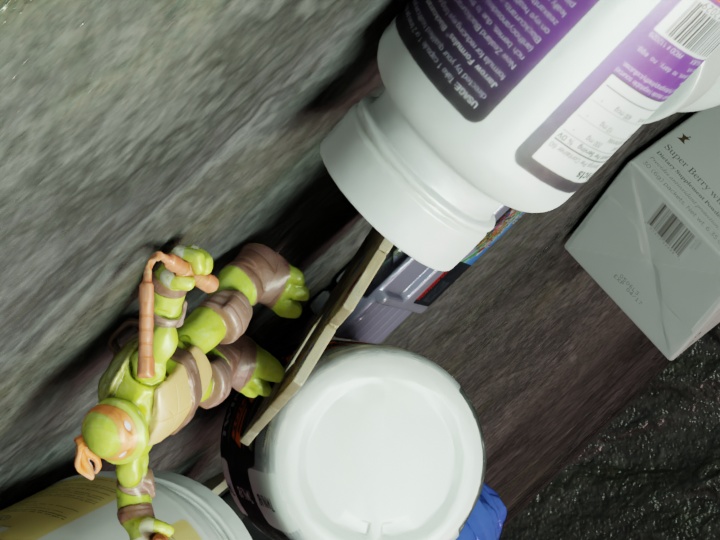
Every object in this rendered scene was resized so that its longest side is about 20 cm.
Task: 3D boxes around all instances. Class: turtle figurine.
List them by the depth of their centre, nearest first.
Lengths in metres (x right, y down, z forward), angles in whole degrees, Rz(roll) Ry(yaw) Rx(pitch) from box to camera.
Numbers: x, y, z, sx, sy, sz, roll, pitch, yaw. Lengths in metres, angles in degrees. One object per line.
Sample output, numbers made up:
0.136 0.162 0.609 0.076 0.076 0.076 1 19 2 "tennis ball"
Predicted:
-0.090 0.060 1.378 0.161 0.064 0.201 -38 140 -56 "turtle figurine"

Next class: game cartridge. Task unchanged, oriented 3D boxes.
0.062 -0.034 1.700 0.200 0.038 0.130 -44 165 6 "game cartridge"

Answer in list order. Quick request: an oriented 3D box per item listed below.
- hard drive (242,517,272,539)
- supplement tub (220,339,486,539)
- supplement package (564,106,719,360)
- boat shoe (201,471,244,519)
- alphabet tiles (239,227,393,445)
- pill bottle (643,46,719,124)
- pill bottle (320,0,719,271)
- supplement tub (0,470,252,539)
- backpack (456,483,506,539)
-0.111 0.224 1.838 0.140 0.038 0.200 -46 -164 18 "hard drive"
-0.010 0.100 1.628 0.122 0.123 0.200 -41 -172 -10 "supplement tub"
0.272 -0.051 2.168 0.200 0.121 0.120 -35 167 -38 "supplement package"
-0.139 0.204 1.783 0.201 0.063 0.074 -44 -176 4 "boat shoe"
0.000 0.000 1.460 0.168 0.008 0.200 -58 -177 -17 "alphabet tiles"
0.173 -0.144 1.449 0.200 0.113 0.113 -29 163 -51 "pill bottle"
0.078 -0.097 1.281 0.200 0.112 0.111 -45 169 16 "pill bottle"
-0.146 0.184 1.470 0.146 0.146 0.200 -48 168 26 "supplement tub"
0.018 0.197 2.130 0.168 0.162 0.201 -47 161 -31 "backpack"
